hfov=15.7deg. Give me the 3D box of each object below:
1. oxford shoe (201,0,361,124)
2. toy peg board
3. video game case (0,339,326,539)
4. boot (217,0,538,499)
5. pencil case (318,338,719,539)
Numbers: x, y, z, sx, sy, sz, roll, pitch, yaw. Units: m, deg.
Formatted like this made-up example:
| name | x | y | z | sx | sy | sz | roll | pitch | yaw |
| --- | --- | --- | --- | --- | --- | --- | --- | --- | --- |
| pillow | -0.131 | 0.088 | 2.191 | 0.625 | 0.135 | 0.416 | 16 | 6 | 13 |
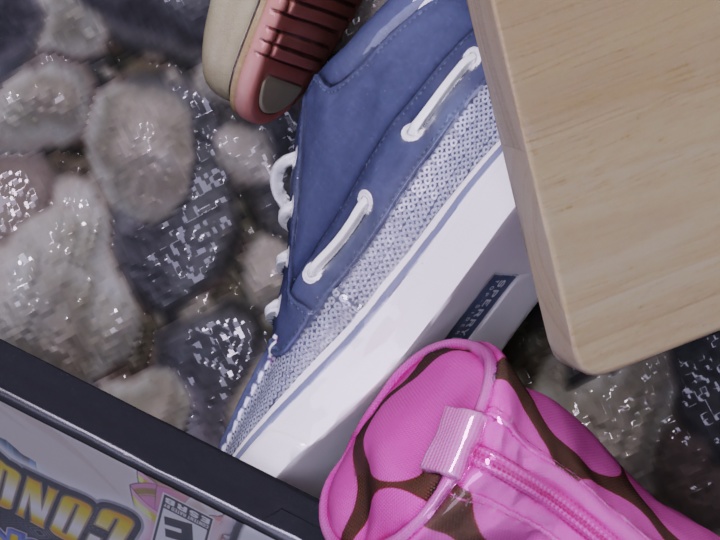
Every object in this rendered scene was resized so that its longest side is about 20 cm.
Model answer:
| name | x | y | z | sx | sy | sz | roll | pitch | yaw |
| --- | --- | --- | --- | --- | --- | --- | --- | --- | --- |
| oxford shoe | -0.024 | -0.147 | 0.824 | 0.074 | 0.071 | 0.201 | 15 | 89 | 17 |
| toy peg board | 0.108 | -0.102 | 0.753 | 0.200 | 0.098 | 0.200 | -19 | 106 | -17 |
| video game case | -0.114 | 0.109 | 0.859 | 0.200 | 0.026 | 0.181 | 25 | 126 | 12 |
| boot | 0.000 | 0.000 | 0.839 | 0.200 | 0.073 | 0.090 | -50 | 60 | 18 |
| pencil case | 0.085 | 0.104 | 0.779 | 0.200 | 0.094 | 0.091 | 36 | 86 | -12 |
